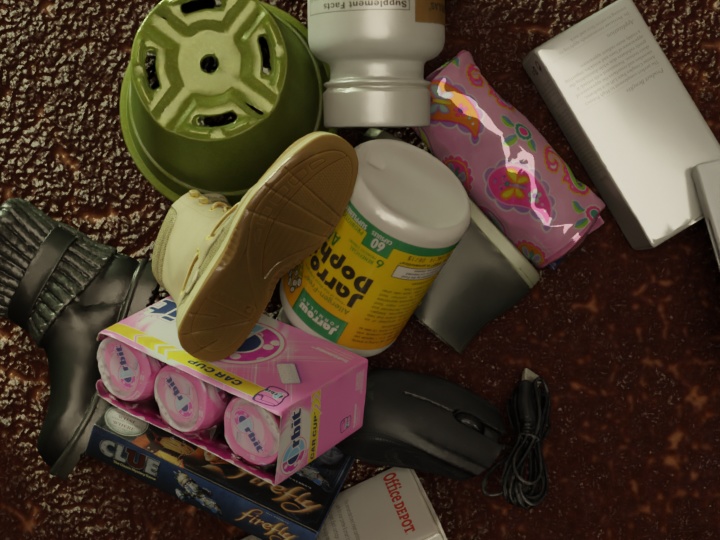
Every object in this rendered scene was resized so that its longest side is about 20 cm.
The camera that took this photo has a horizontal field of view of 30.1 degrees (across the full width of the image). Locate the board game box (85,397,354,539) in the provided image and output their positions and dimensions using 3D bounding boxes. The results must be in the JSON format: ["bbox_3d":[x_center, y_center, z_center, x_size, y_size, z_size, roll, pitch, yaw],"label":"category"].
[{"bbox_3d":[-0.110,0.147,1.119,0.199,0.136,0.035,25,120,4],"label":"board game box"}]

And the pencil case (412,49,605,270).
[{"bbox_3d":[0.126,-0.094,1.167,0.087,0.087,0.200,-43,89,-3],"label":"pencil case"}]

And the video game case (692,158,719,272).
[{"bbox_3d":[0.395,-0.022,1.107,0.199,0.023,0.183,-11,75,-2],"label":"video game case"}]

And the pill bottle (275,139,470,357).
[{"bbox_3d":[0.000,0.000,1.104,0.113,0.113,0.200,33,127,2],"label":"pill bottle"}]

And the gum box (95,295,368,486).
[{"bbox_3d":[-0.108,0.085,1.074,0.199,0.113,0.066,21,120,30],"label":"gum box"}]

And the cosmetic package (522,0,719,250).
[{"bbox_3d":[0.238,-0.127,1.174,0.101,0.074,0.201,-30,90,-3],"label":"cosmetic package"}]

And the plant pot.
[{"bbox_3d":[-0.116,-0.152,1.113,0.199,0.190,0.201,0,87,-1],"label":"plant pot"}]

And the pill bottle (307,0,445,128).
[{"bbox_3d":[0.013,-0.218,1.096,0.114,0.114,0.201,-1,95,-1],"label":"pill bottle"}]

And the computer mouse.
[{"bbox_3d":[0.065,0.123,1.137,0.199,0.053,0.139,8,44,5],"label":"computer mouse"}]

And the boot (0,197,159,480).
[{"bbox_3d":[-0.275,0.058,1.151,0.157,0.079,0.212,21,76,-6],"label":"boot"}]

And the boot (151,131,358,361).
[{"bbox_3d":[-0.091,-0.042,1.064,0.073,0.155,0.200,29,100,-28],"label":"boot"}]

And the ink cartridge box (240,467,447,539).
[{"bbox_3d":[-0.023,0.257,1.103,0.199,0.146,0.086,-24,106,-2],"label":"ink cartridge box"}]

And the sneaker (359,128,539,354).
[{"bbox_3d":[0.052,-0.026,1.164,0.200,0.075,0.106,44,87,1],"label":"sneaker"}]
